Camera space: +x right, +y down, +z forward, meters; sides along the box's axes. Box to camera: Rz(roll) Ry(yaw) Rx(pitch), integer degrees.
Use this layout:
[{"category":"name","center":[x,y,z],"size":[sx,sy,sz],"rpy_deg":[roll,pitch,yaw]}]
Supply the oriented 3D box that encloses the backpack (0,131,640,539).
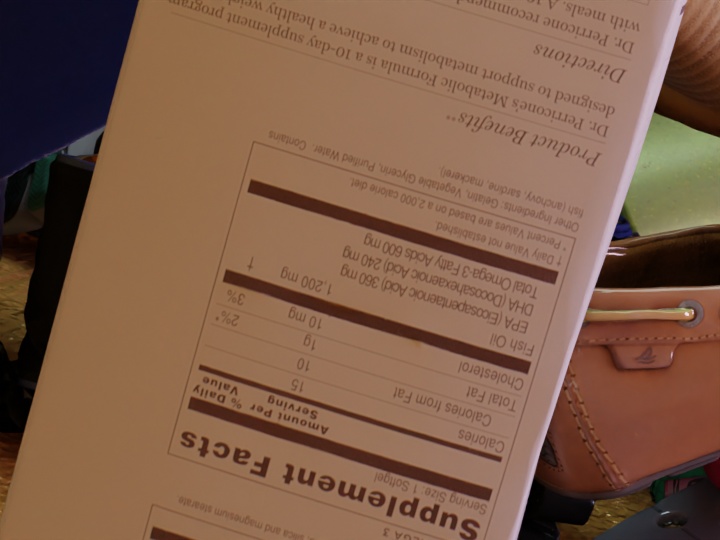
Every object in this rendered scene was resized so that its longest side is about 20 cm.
[{"category":"backpack","center":[0.000,0.000,0.774],"size":[0.200,0.154,0.190],"rpy_deg":[16,0,13]}]

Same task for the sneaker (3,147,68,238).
[{"category":"sneaker","center":[-0.069,-0.042,0.954],"size":[0.087,0.075,0.200],"rpy_deg":[19,-14,-40]}]

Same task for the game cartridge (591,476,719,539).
[{"category":"game cartridge","center":[0.161,0.082,0.672],"size":[0.200,0.042,0.133],"rpy_deg":[-16,19,-19]}]

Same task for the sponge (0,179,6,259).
[{"category":"sponge","center":[-0.142,-0.058,0.814],"size":[0.030,0.112,0.200],"rpy_deg":[-9,27,-2]}]

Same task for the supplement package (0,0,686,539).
[{"category":"supplement package","center":[-0.004,0.006,0.561],"size":[0.109,0.200,0.114],"rpy_deg":[17,10,5]}]

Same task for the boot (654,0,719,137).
[{"category":"boot","center":[0.107,-0.074,0.792],"size":[0.144,0.071,0.201],"rpy_deg":[31,7,-25]}]

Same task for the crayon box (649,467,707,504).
[{"category":"crayon box","center":[0.201,0.093,0.813],"size":[0.119,0.058,0.200],"rpy_deg":[10,12,-29]}]

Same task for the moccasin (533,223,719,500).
[{"category":"moccasin","center":[0.126,-0.005,0.660],"size":[0.201,0.078,0.074],"rpy_deg":[-15,21,-14]}]

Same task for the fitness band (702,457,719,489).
[{"category":"fitness band","center":[0.186,0.023,0.715],"size":[0.200,0.038,0.143],"rpy_deg":[-25,27,-38]}]

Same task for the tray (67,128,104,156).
[{"category":"tray","center":[-0.076,-0.094,0.869],"size":[0.022,0.107,0.200],"rpy_deg":[19,33,-15]}]

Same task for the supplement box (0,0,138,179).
[{"category":"supplement box","center":[-0.089,-0.129,0.725],"size":[0.109,0.109,0.200],"rpy_deg":[-27,26,3]}]

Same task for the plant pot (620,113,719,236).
[{"category":"plant pot","center":[0.131,-0.007,0.956],"size":[0.190,0.200,0.200],"rpy_deg":[-9,24,-37]}]
